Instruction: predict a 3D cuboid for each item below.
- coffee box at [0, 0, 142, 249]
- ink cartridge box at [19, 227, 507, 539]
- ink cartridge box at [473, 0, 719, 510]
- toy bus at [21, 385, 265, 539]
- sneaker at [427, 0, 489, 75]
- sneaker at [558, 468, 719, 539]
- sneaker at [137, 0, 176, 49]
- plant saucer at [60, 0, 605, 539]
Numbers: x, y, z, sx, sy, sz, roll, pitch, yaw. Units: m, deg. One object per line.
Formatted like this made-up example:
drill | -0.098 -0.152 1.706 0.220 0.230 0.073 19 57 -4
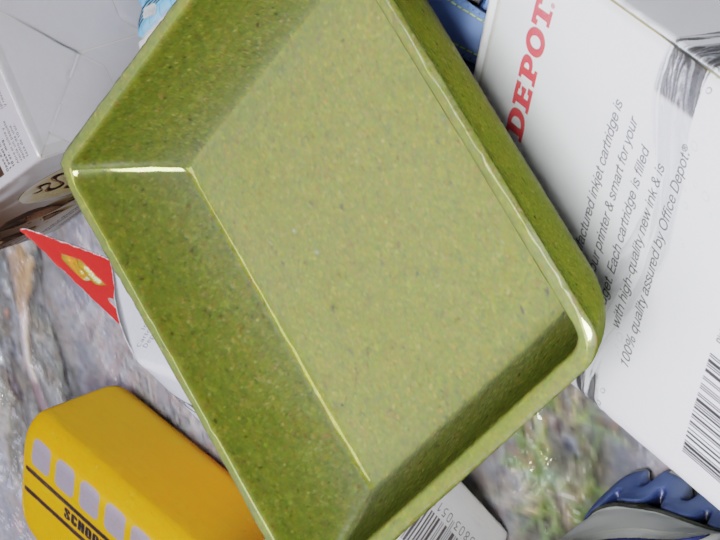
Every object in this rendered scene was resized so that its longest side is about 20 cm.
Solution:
coffee box | -0.155 -0.068 1.201 0.200 0.113 0.080 -29 83 53
ink cartridge box | -0.052 0.061 1.119 0.200 0.050 0.161 15 155 46
ink cartridge box | 0.129 -0.014 0.883 0.200 0.084 0.146 42 136 33
toy bus | -0.076 0.138 1.241 0.200 0.065 0.079 35 130 38
sneaker | 0.047 -0.099 0.950 0.074 0.082 0.201 38 131 37
sneaker | 0.120 0.132 0.941 0.199 0.115 0.081 7 114 51
sneaker | -0.041 -0.142 1.049 0.200 0.078 0.090 -19 88 54
plant saucer | -0.004 -0.013 0.935 0.200 0.048 0.200 59 139 15
